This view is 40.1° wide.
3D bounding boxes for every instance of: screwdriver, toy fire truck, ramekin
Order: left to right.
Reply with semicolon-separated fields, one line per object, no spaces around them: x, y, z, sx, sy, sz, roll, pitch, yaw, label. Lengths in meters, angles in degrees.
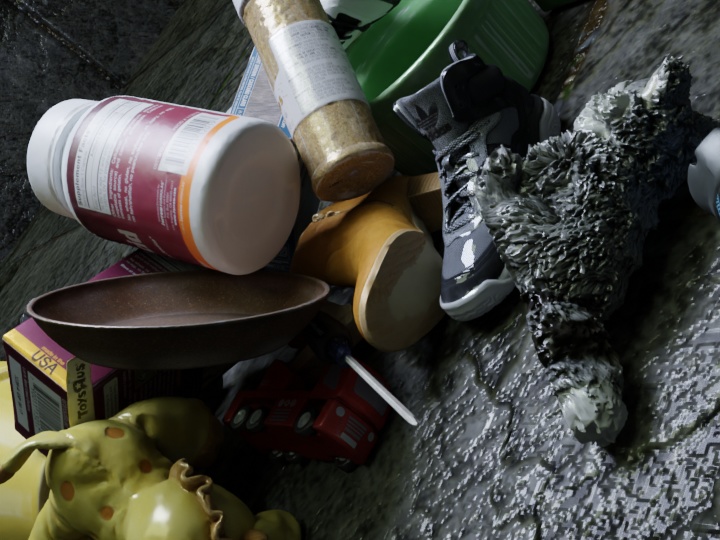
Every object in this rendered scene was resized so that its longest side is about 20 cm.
-0.035;0.072;0.739;0.199;0.049;0.142;-10;44;55;toy fire truck
-0.006;0.061;0.609;0.029;0.028;0.200;-18;18;-9;screwdriver
0.066;-0.175;0.847;0.200;0.097;0.201;-41;25;24;ramekin

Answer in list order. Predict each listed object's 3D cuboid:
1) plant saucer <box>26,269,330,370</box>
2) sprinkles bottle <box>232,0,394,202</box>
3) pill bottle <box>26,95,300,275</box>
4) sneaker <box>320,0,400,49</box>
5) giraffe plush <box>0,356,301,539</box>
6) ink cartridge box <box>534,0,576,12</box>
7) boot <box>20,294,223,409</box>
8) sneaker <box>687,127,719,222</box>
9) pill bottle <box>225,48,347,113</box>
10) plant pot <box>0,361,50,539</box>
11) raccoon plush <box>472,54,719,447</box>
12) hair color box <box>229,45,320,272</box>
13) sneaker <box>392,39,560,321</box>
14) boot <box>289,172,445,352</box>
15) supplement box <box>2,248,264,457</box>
-0.119;0.032;0.663;0.200;0.199;0.037;-162;67;-65;plant saucer
-0.039;-0.153;0.767;0.068;0.068;0.201;-37;65;30;sprinkles bottle
-0.155;-0.071;0.758;0.199;0.114;0.115;15;64;32;pill bottle
-0.020;-0.225;0.887;0.200;0.073;0.081;3;74;68;sneaker
-0.130;0.170;0.664;0.162;0.201;0.172;29;53;35;giraffe plush
0.178;-0.299;0.760;0.085;0.146;0.199;-56;24;-17;ink cartridge box
-0.236;0.085;0.910;0.131;0.199;0.070;-5;58;55;boot
0.245;-0.078;0.436;0.200;0.073;0.082;-48;39;22;sneaker
-0.055;-0.194;1.071;0.200;0.119;0.120;-36;28;34;pill bottle
-0.278;0.182;0.869;0.188;0.201;0.202;-4;50;41;plant pot
0.150;-0.016;0.530;0.133;0.097;0.201;-28;60;18;raccoon plush
-0.075;-0.092;0.886;0.201;0.060;0.101;94;-172;-55;hair color box
0.067;-0.068;0.670;0.075;0.114;0.201;-25;35;46;sneaker
0.000;-0.001;0.732;0.143;0.071;0.202;-16;28;36;boot
-0.174;0.058;0.787;0.200;0.085;0.111;-40;-27;-41;supplement box
